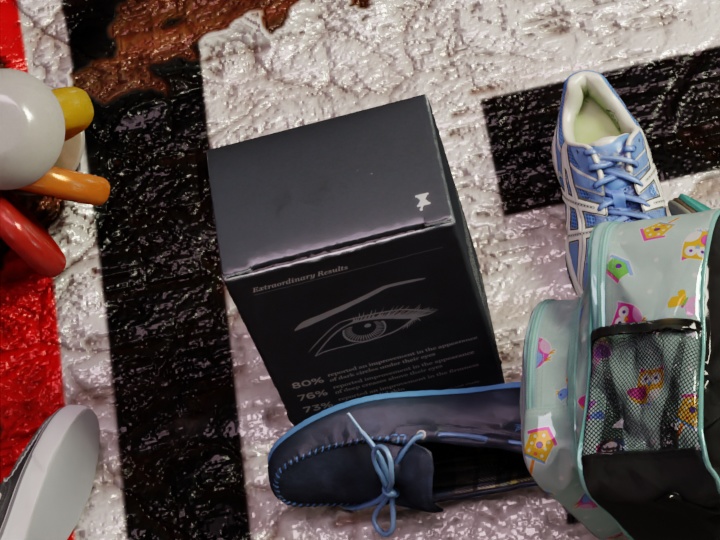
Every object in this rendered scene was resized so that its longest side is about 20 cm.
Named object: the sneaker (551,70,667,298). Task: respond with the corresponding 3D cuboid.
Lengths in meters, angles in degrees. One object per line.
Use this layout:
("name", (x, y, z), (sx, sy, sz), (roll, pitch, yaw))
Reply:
("sneaker", (0.165, -0.046, 1.413), (0.076, 0.077, 0.200), (-16, 55, 0))

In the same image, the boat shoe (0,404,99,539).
("boat shoe", (-0.230, 0.172, 1.365), (0.057, 0.069, 0.200), (11, 62, 21))

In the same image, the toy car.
("toy car", (-0.274, -0.052, 1.492), (0.200, 0.175, 0.150), (-17, 91, 1))

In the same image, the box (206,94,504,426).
("box", (0.000, 0.000, 1.344), (0.148, 0.200, 0.104), (-13, 54, 4))

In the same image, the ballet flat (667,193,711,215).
("ballet flat", (0.266, 0.018, 1.356), (0.200, 0.067, 0.064), (33, 98, 32))

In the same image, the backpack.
("backpack", (0.185, 0.066, 1.265), (0.153, 0.176, 0.200), (-2, 64, 31))

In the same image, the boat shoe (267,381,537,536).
("boat shoe", (0.039, 0.116, 1.326), (0.200, 0.084, 0.069), (-15, 43, 6))
